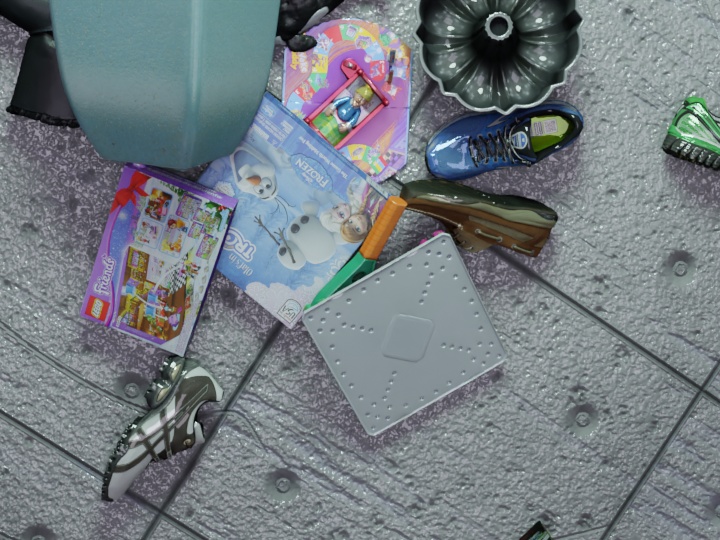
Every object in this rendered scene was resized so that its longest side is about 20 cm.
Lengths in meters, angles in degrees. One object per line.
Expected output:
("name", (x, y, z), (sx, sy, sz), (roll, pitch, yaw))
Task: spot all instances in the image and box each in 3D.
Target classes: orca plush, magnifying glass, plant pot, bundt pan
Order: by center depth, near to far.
("plant pot", (-0.211, -0.222, 1.436), (0.193, 0.196, 0.203), (8, 107, 22))
("orca plush", (-0.059, -0.313, 1.507), (0.197, 0.071, 0.107), (-6, 88, -3))
("bundt pan", (0.159, -0.278, 1.520), (0.199, 0.076, 0.205), (0, 88, 2))
("magnifying glass", (0.000, 0.000, 1.540), (0.079, 0.022, 0.202), (5, 122, -42))

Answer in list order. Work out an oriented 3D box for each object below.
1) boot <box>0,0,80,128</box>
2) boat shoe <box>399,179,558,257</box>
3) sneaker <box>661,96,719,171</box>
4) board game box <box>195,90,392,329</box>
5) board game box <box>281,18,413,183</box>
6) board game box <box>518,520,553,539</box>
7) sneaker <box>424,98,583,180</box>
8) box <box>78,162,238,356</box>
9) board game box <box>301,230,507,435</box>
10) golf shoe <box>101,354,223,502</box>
("boot", (-0.378, -0.258, 1.502), (0.195, 0.073, 0.165), (11, 100, -6))
("boat shoe", (0.140, -0.056, 1.550), (0.197, 0.076, 0.075), (11, 107, -16))
("sneaker", (0.470, -0.151, 1.567), (0.197, 0.078, 0.086), (19, 95, -6))
("board game box", (-0.097, -0.069, 1.542), (0.199, 0.043, 0.200), (38, 104, -7))
("board game box", (-0.016, -0.198, 1.546), (0.155, 0.039, 0.203), (3, 97, -4))
("board game box", (0.164, 0.398, 1.604), (0.200, 0.105, 0.023), (-43, 101, 3))
("sneaker", (0.171, -0.158, 1.540), (0.197, 0.089, 0.080), (-18, 98, 1))
("box", (-0.237, -0.014, 1.526), (0.135, 0.039, 0.202), (21, 111, -2))
("board game box", (0.054, 0.076, 1.560), (0.198, 0.026, 0.201), (-29, 120, 0))
("golf shoe", (-0.240, 0.204, 1.565), (0.094, 0.078, 0.201), (31, 95, -7))
